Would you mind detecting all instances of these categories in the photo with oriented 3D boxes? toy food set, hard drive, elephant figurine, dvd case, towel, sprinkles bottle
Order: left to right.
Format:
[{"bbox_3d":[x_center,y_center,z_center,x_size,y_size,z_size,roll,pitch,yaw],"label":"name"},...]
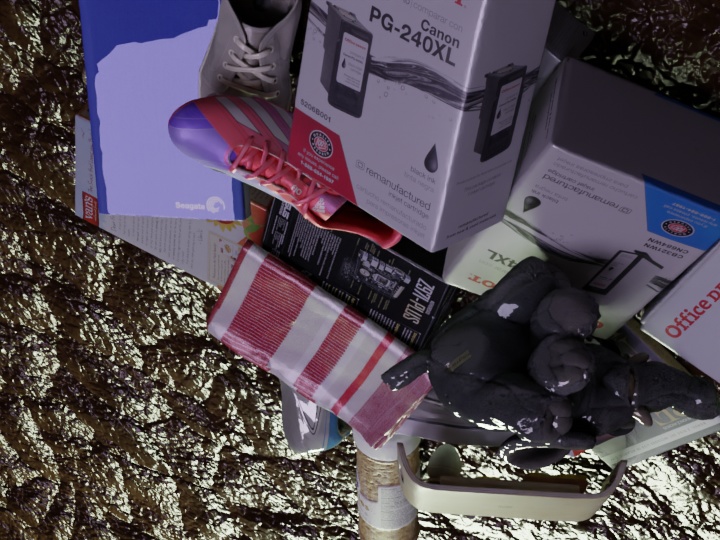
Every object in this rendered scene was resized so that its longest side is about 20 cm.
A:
[{"bbox_3d":[-0.160,-0.142,1.215,0.131,0.025,0.201,3,110,15],"label":"hard drive"},{"bbox_3d":[-0.037,0.068,1.296,0.200,0.023,0.144,34,143,1],"label":"towel"},{"bbox_3d":[0.028,0.208,1.502,0.068,0.068,0.200,20,141,19],"label":"sprinkles bottle"},{"bbox_3d":[0.131,0.182,1.332,0.199,0.061,0.144,3,163,2],"label":"toy food set"},{"bbox_3d":[0.148,0.088,1.098,0.155,0.142,0.200,35,180,36],"label":"elephant figurine"},{"bbox_3d":[0.201,0.086,1.280,0.200,0.016,0.149,43,142,-11],"label":"dvd case"}]

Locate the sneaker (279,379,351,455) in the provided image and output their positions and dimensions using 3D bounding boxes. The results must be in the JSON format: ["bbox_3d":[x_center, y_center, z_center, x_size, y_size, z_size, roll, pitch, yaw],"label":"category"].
[{"bbox_3d":[-0.050,0.088,1.448,0.072,0.072,0.201,37,142,50],"label":"sneaker"}]

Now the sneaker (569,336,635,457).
[{"bbox_3d":[0.177,0.063,1.223,0.082,0.077,0.200,-15,125,14],"label":"sneaker"}]

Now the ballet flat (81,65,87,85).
[{"bbox_3d":[-0.151,-0.127,1.271,0.200,0.075,0.068,32,145,4],"label":"ballet flat"}]

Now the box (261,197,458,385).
[{"bbox_3d":[0.000,0.000,1.283,0.163,0.086,0.200,30,143,8],"label":"box"}]

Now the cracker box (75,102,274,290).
[{"bbox_3d":[-0.164,-0.069,1.358,0.199,0.058,0.134,26,141,11],"label":"cracker box"}]

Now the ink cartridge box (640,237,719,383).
[{"bbox_3d":[0.327,0.036,1.073,0.200,0.083,0.146,34,144,1],"label":"ink cartridge box"}]

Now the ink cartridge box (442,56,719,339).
[{"bbox_3d":[0.164,-0.044,1.073,0.145,0.085,0.200,20,147,-9],"label":"ink cartridge box"}]

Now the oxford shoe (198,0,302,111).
[{"bbox_3d":[-0.084,-0.162,1.133,0.075,0.058,0.201,12,116,-5],"label":"oxford shoe"}]

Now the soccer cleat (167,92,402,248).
[{"bbox_3d":[-0.051,-0.075,1.129,0.199,0.077,0.067,20,126,-28],"label":"soccer cleat"}]

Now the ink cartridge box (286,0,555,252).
[{"bbox_3d":[0.038,-0.138,0.979,0.145,0.083,0.201,33,130,31],"label":"ink cartridge box"}]

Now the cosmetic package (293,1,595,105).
[{"bbox_3d":[0.056,-0.156,1.103,0.151,0.052,0.200,41,143,-2],"label":"cosmetic package"}]

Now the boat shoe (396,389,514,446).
[{"bbox_3d":[0.082,0.116,1.368,0.199,0.072,0.066,6,104,27],"label":"boat shoe"}]
